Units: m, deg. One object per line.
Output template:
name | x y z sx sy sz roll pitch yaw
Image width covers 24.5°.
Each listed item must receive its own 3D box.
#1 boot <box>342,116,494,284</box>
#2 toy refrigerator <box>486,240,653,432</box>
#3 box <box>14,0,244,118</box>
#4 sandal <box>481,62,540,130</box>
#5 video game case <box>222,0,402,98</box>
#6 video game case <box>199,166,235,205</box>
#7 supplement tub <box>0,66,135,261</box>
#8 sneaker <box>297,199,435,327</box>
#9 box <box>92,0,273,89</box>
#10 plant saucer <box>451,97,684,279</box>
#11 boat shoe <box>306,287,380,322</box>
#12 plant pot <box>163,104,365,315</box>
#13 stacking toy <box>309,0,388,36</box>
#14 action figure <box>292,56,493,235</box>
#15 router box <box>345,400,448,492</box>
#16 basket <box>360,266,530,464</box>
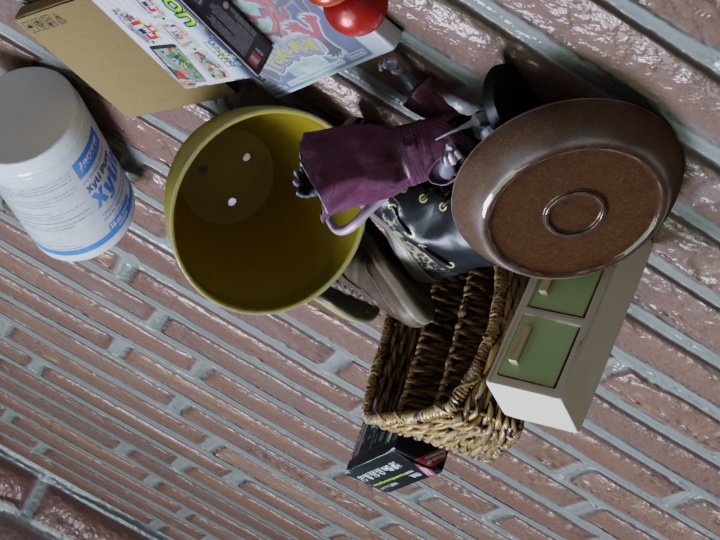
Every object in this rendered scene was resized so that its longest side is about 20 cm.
boot | 0.078 -0.069 1.542 0.150 0.073 0.201 -4 130 38
toy refrigerator | 0.188 0.035 1.480 0.075 0.201 0.070 12 154 30
box | -0.227 -0.215 1.616 0.163 0.021 0.199 41 153 -31
sandal | 0.162 -0.095 1.404 0.045 0.076 0.200 -3 142 32
video game case | -0.086 -0.230 1.438 0.182 0.023 0.199 38 155 -24
video game case | -0.097 -0.062 1.806 0.198 0.019 0.143 7 150 36
supplement tub | -0.334 -0.112 1.805 0.131 0.133 0.200 17 156 21
sneaker | 0.000 0.000 1.655 0.070 0.076 0.200 24 -157 -51
box | -0.179 -0.238 1.443 0.109 0.035 0.200 -2 144 46
plant saucer | 0.175 -0.057 1.377 0.198 0.035 0.201 -5 138 -4
boat shoe | -0.069 -0.002 1.789 0.199 0.073 0.067 35 153 -25
plant pot | -0.109 -0.076 1.614 0.200 0.200 0.142 40 180 -29
stacking toy | -0.043 -0.250 1.287 0.085 0.086 0.200 7 155 37
action figure | 0.044 -0.093 1.429 0.198 0.135 0.149 -15 142 7
router box | 0.064 0.133 1.808 0.062 0.202 0.150 26 158 -13
basket | 0.099 0.066 1.619 0.148 0.202 0.143 20 157 -5
